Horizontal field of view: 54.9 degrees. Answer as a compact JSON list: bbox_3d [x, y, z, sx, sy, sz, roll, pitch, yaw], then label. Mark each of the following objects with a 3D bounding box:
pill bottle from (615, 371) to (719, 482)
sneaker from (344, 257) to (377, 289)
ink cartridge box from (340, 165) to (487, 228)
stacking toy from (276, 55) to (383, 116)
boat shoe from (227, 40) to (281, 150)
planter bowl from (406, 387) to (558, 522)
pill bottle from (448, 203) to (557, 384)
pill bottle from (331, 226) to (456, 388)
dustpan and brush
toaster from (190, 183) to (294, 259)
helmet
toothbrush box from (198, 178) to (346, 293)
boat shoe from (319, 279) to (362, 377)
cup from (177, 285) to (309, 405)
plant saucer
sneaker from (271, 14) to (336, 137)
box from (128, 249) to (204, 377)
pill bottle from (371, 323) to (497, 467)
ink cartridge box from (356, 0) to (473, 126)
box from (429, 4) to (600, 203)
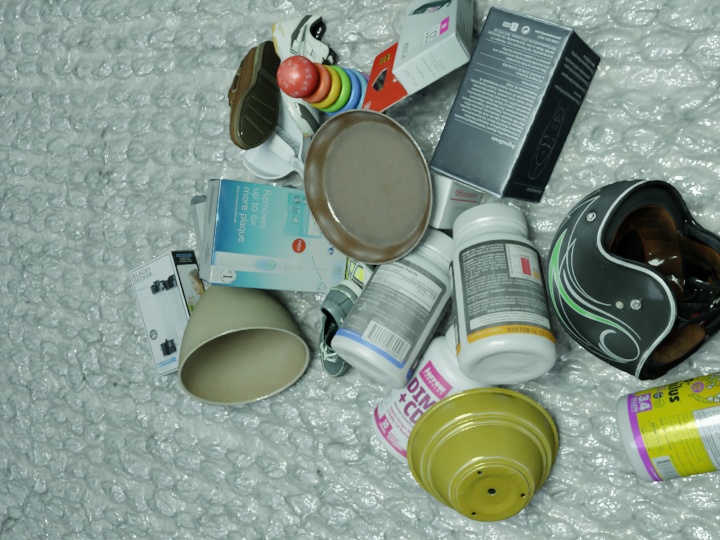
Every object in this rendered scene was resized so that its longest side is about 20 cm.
[{"bbox_3d":[0.401,0.169,0.778,0.199,0.104,0.105,-22,81,29],"label":"pill bottle"},{"bbox_3d":[0.000,0.000,1.024,0.076,0.075,0.201,-6,88,30],"label":"sneaker"},{"bbox_3d":[0.088,-0.106,0.942,0.199,0.116,0.068,24,105,28],"label":"ink cartridge box"},{"bbox_3d":[-0.044,-0.250,0.964,0.085,0.200,0.086,2,94,30],"label":"stacking toy"},{"bbox_3d":[-0.171,-0.266,1.088,0.068,0.072,0.201,-12,53,36],"label":"boat shoe"},{"bbox_3d":[0.160,0.254,0.877,0.199,0.084,0.201,0,116,0],"label":"planter bowl"},{"bbox_3d":[0.167,0.026,0.840,0.116,0.116,0.201,-20,53,30],"label":"pill bottle"},{"bbox_3d":[0.056,0.044,0.930,0.113,0.114,0.200,23,72,27],"label":"pill bottle"},{"bbox_3d":[-0.110,-0.182,1.088,0.200,0.057,0.140,42,112,22],"label":"dustpan and brush"},{"bbox_3d":[-0.189,-0.063,1.111,0.199,0.113,0.130,-5,92,29],"label":"toaster"},{"bbox_3d":[0.304,0.004,0.779,0.200,0.200,0.191,-51,53,22],"label":"helmet"},{"bbox_3d":[-0.121,-0.048,1.001,0.085,0.199,0.147,-164,81,-65],"label":"toothbrush box"},{"bbox_3d":[-0.041,0.098,1.015,0.073,0.062,0.200,35,140,20],"label":"boat shoe"},{"bbox_3d":[-0.192,0.097,1.093,0.200,0.200,0.144,-41,46,25],"label":"cup"},{"bbox_3d":[0.012,-0.108,0.898,0.199,0.032,0.201,13,113,33],"label":"plant saucer"},{"bbox_3d":[-0.076,-0.300,1.041,0.087,0.076,0.201,-13,75,9],"label":"sneaker"},{"bbox_3d":[-0.329,0.076,1.229,0.116,0.060,0.201,-20,82,29],"label":"box"},{"bbox_3d":[0.113,0.162,0.942,0.113,0.113,0.200,45,113,21],"label":"pill bottle"},{"bbox_3d":[0.066,-0.296,0.918,0.173,0.201,0.044,-24,125,29],"label":"ink cartridge box"},{"bbox_3d":[0.193,-0.197,0.858,0.107,0.148,0.201,28,105,27],"label":"box"}]
